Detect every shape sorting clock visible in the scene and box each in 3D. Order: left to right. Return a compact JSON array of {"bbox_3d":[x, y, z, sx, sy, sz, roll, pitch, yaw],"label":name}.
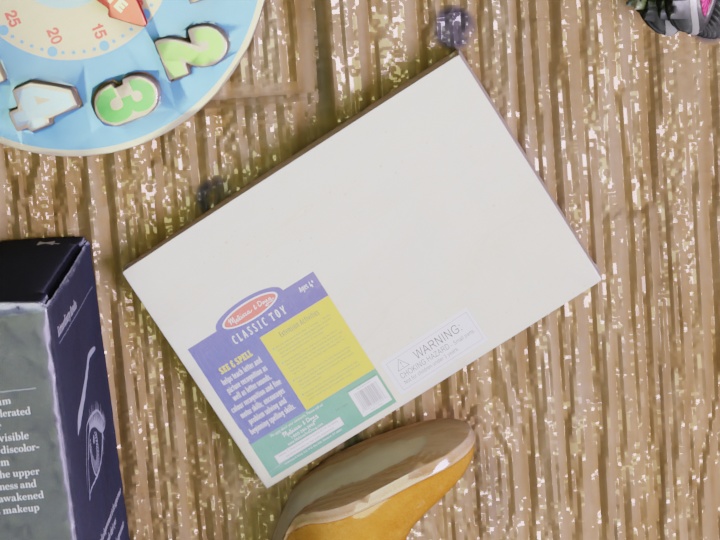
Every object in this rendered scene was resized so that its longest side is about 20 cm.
[{"bbox_3d":[-0.142,-0.153,1.277,0.199,0.039,0.201,0,102,1],"label":"shape sorting clock"}]

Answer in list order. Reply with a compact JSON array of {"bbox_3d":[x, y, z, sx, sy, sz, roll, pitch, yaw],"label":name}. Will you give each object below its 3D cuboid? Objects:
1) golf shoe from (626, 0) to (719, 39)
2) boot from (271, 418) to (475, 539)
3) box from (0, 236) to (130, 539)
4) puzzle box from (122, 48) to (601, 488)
[{"bbox_3d":[0.169,-0.210,1.249,0.088,0.077,0.201,-6,106,-17],"label":"golf shoe"},{"bbox_3d":[0.001,0.174,1.336,0.201,0.071,0.144,-30,106,11],"label":"boot"},{"bbox_3d":[-0.175,0.097,1.278,0.104,0.148,0.201,-6,101,4],"label":"box"},{"bbox_3d":[0.000,0.000,1.313,0.199,0.025,0.133,-32,100,8],"label":"puzzle box"}]
